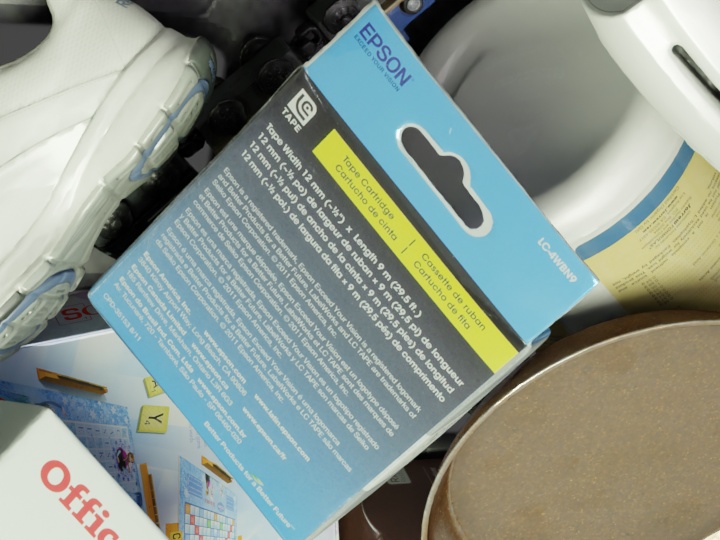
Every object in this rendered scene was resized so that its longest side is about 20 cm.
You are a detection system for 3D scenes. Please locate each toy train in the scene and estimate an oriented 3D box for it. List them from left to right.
[{"bbox_3d":[-0.040,-0.075,1.105,0.200,0.034,0.046,-41,127,2],"label":"toy train"}]

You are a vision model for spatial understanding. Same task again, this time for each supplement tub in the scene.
[{"bbox_3d":[0.117,-0.026,1.123,0.145,0.145,0.200,-43,135,2],"label":"supplement tub"}]

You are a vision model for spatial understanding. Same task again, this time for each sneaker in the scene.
[{"bbox_3d":[-0.146,-0.033,1.058,0.087,0.075,0.200,37,88,7],"label":"sneaker"}]

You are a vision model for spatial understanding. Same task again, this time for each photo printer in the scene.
[{"bbox_3d":[0.154,-0.121,1.018,0.069,0.200,0.166,-29,128,30],"label":"photo printer"}]

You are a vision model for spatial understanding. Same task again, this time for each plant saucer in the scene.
[{"bbox_3d":[0.119,0.086,1.101,0.200,0.035,0.201,-10,133,-11],"label":"plant saucer"}]

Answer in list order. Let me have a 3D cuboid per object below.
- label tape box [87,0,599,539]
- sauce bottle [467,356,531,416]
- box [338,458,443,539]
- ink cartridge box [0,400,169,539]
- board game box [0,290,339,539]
[{"bbox_3d":[0.000,0.000,1.029,0.200,0.143,0.066,-43,172,33],"label":"label tape box"},{"bbox_3d":[0.113,0.127,1.201,0.065,0.065,0.200,-30,82,-6],"label":"sauce bottle"},{"bbox_3d":[0.026,0.202,1.237,0.075,0.100,0.200,-3,118,-15],"label":"box"},{"bbox_3d":[-0.161,0.170,1.022,0.200,0.083,0.146,-49,112,-22],"label":"ink cartridge box"},{"bbox_3d":[-0.109,0.103,1.163,0.199,0.041,0.200,-10,119,-17],"label":"board game box"}]
